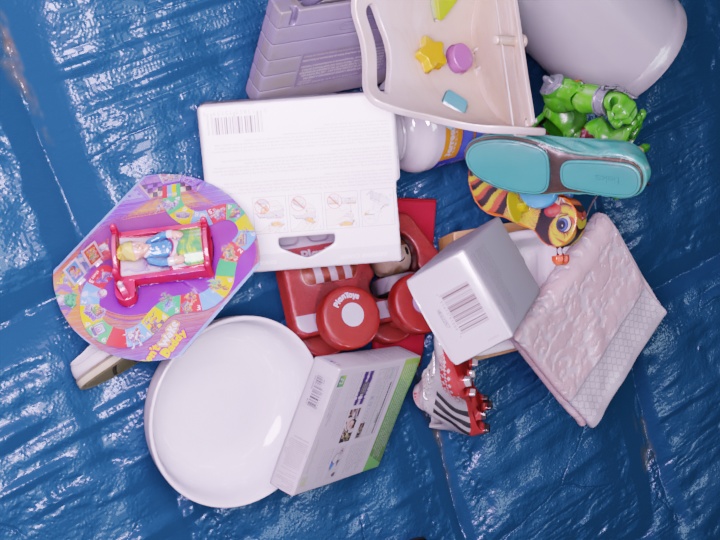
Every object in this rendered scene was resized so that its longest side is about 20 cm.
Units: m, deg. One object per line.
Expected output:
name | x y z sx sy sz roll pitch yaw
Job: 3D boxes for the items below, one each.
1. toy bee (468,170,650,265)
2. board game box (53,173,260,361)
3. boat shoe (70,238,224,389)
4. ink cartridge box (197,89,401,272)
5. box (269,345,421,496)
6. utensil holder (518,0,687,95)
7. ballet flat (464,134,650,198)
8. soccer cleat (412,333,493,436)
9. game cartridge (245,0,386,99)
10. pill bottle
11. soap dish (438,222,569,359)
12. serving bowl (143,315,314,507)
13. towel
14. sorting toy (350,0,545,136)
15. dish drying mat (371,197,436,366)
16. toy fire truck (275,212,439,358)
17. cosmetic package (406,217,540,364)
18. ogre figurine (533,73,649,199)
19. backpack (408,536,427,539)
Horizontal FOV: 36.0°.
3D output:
toy bee | 0.209 -0.064 1.258 0.131 0.200 0.109 5 97 -39
board game box | -0.195 -0.013 1.054 0.200 0.158 0.039 -50 163 -19
boat shoe | -0.211 0.036 1.100 0.200 0.075 0.068 -39 85 -12
ink cartridge box | -0.059 -0.092 1.140 0.199 0.044 0.174 -4 103 -2
box | -0.012 0.157 1.197 0.200 0.036 0.145 2 111 -62
utensil holder | 0.257 -0.314 1.302 0.200 0.170 0.170 36 77 -31
ballet flat | 0.215 -0.117 1.201 0.070 0.199 0.068 -47 141 -55
soccer cleat | 0.096 0.129 1.277 0.200 0.085 0.069 66 28 -49
game cartridge | -0.020 -0.241 1.163 0.200 0.130 0.038 -16 63 -31
pill bottle | 0.085 -0.172 1.239 0.200 0.112 0.112 -19 107 -31
soap dish | 0.183 0.016 1.350 0.200 0.081 0.158 -10 103 -33
serving bowl | -0.140 0.141 1.161 0.200 0.066 0.201 -6 100 -33
towel | 0.284 0.063 1.358 0.200 0.032 0.191 -52 122 -19
sorting toy | 0.076 -0.223 1.113 0.180 0.107 0.201 -4 84 -31
dish drying mat | 0.049 0.015 1.299 0.077 0.018 0.201 1 96 -33
toy fire truck | 0.000 0.000 1.210 0.199 0.112 0.169 -11 84 -22
cosmetic package | 0.123 0.017 1.163 0.102 0.074 0.200 61 20 -1
ogre figurine | 0.259 -0.160 1.263 0.098 0.120 0.200 -58 158 7
backpack | 0.041 0.432 1.277 0.183 0.147 0.201 1 99 -32
